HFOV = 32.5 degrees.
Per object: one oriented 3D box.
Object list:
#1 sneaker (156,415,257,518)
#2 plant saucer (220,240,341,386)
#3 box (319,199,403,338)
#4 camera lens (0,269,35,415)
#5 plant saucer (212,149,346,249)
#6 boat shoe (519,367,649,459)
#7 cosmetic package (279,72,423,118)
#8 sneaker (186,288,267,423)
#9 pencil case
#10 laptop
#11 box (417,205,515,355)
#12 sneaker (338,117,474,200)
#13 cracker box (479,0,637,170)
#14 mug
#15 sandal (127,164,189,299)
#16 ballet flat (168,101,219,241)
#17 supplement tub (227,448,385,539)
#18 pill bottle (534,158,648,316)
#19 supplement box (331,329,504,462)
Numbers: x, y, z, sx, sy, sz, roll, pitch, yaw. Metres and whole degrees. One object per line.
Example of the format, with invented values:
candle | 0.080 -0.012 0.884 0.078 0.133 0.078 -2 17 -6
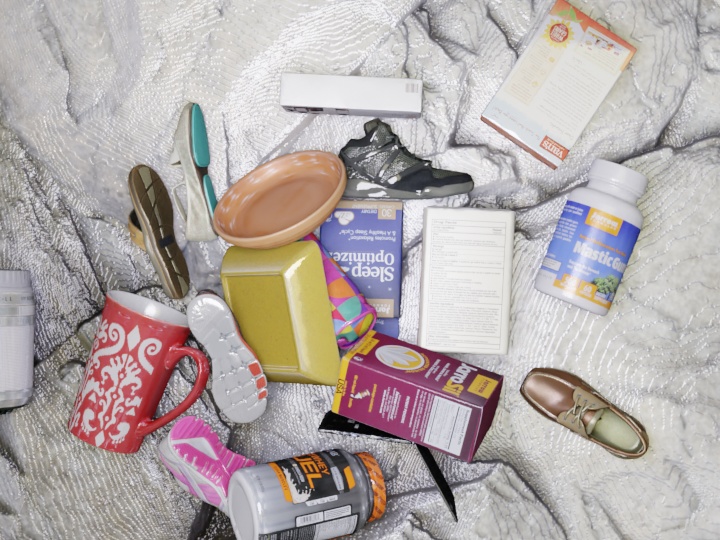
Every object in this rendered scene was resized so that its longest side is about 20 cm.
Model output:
sneaker | -0.210 0.291 1.764 0.200 0.088 0.081 49 51 -14
plant saucer | -0.121 0.065 1.696 0.199 0.048 0.202 -2 101 46
box | 0.000 0.000 1.772 0.120 0.032 0.202 1 91 2
camera lens | -0.539 0.099 1.731 0.159 0.160 0.202 1 90 2
plant saucer | -0.108 -0.094 1.712 0.199 0.201 0.038 -24 123 3
boat shoe | 0.321 0.200 1.737 0.199 0.074 0.076 28 91 2
cosmetic package | -0.012 -0.246 1.747 0.198 0.083 0.051 3 93 3
sneaker | -0.178 0.111 1.699 0.076 0.082 0.201 -16 109 1
pencil case | -0.063 0.017 1.714 0.088 0.088 0.200 -42 66 2
laptop | 0.039 0.264 1.698 0.198 0.177 0.104 7 91 2
box | 0.146 0.014 1.726 0.127 0.109 0.202 3 90 4
sneaker | 0.063 -0.156 1.746 0.198 0.076 0.115 4 97 8
cracker box | 0.277 -0.262 1.746 0.134 0.058 0.201 34 91 3
mug | -0.317 0.151 1.725 0.133 0.177 0.201 18 97 -40
sandal | -0.300 -0.052 1.771 0.054 0.080 0.202 -15 94 24
ballet flat | -0.245 -0.139 1.767 0.062 0.067 0.202 -10 90 12
supplement tub | -0.073 0.316 1.704 0.199 0.122 0.124 -8 90 -26
pill bottle | 0.327 -0.047 1.717 0.111 0.112 0.201 21 92 2
supplement box | 0.076 0.164 1.638 0.199 0.110 0.086 18 114 15
